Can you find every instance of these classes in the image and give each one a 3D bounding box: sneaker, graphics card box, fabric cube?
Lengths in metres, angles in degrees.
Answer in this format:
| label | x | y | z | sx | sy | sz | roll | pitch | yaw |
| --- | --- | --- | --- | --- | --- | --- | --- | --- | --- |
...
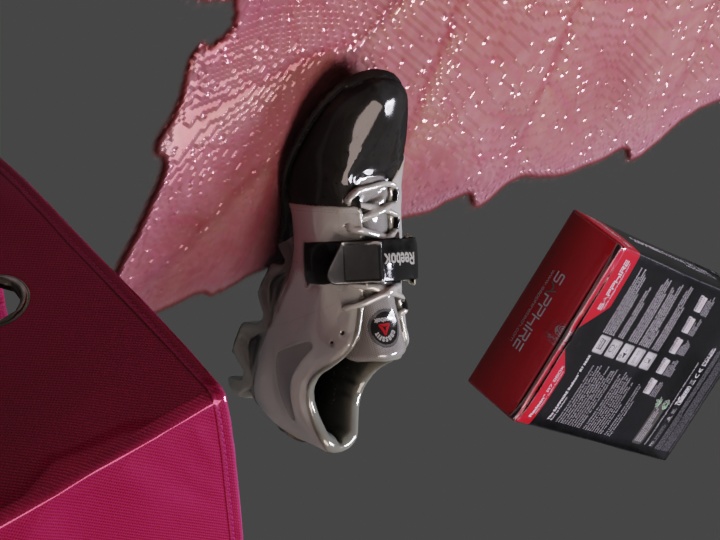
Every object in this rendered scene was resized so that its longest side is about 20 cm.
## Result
| label | x | y | z | sx | sy | sz | roll | pitch | yaw |
| --- | --- | --- | --- | --- | --- | --- | --- | --- | --- |
| sneaker | 0.000 | 0.000 | 1.006 | 0.074 | 0.088 | 0.202 | -10 | 126 | -40 |
| graphics card box | 0.164 | 0.045 | 1.251 | 0.199 | 0.051 | 0.126 | 18 | 106 | -51 |
| fabric cube | -0.180 | 0.105 | 0.808 | 0.198 | 0.196 | 0.201 | -28 | 139 | -25 |
